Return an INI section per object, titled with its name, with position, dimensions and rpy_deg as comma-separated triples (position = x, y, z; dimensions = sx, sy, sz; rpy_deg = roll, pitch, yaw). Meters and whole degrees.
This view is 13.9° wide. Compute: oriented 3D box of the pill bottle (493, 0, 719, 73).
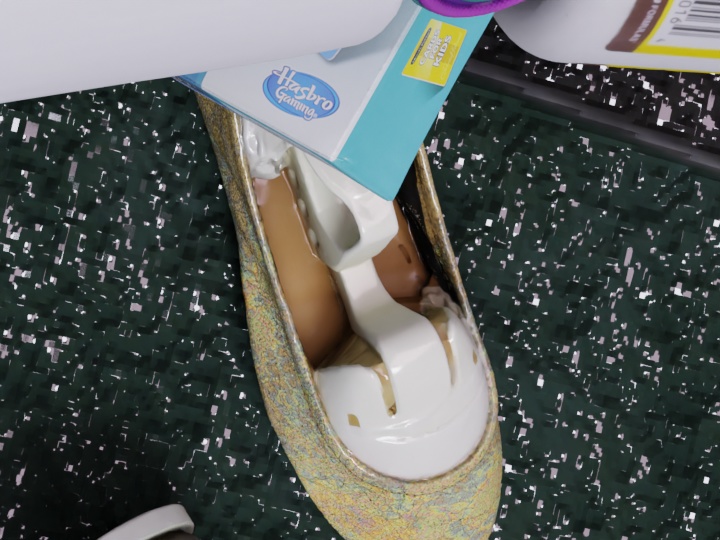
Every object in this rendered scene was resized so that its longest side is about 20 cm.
[pill bottle]
position = 0.140, -0.110, 0.860
dimensions = 0.199, 0.109, 0.110
rpy_deg = 2, 94, -23

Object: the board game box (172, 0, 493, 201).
[board game box]
position = -0.010, -0.143, 0.769
dimensions = 0.151, 0.047, 0.201
rpy_deg = 29, 90, 23

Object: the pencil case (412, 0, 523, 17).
[pencil case]
position = 0.011, -0.163, 0.691
dimensions = 0.085, 0.092, 0.201
rpy_deg = -24, 73, 3

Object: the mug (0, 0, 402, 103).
[mug]
position = -0.094, -0.104, 0.667
dimensions = 0.153, 0.186, 0.150
rpy_deg = -20, 108, -20

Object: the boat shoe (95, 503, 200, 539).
[boat shoe]
position = -0.097, 0.139, 0.777
dimensions = 0.060, 0.072, 0.202
rpy_deg = 39, 52, 12

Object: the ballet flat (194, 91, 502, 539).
[ballet flat]
position = 0.000, 0.000, 0.836
dimensions = 0.070, 0.071, 0.201
rpy_deg = -21, 102, -19
